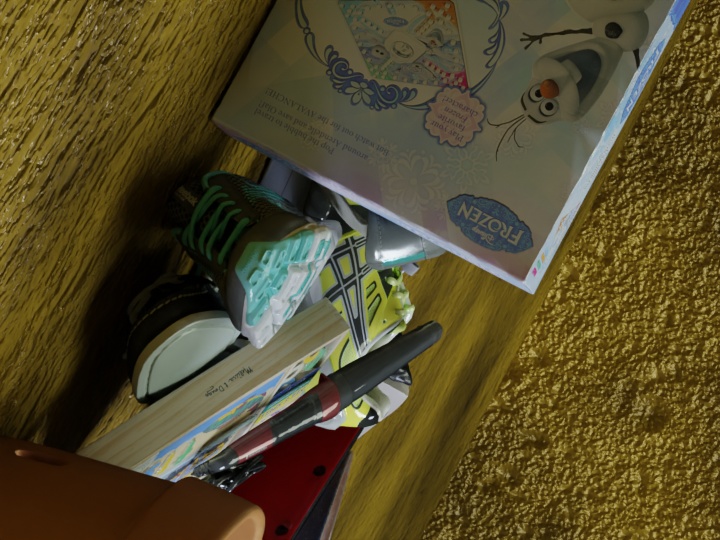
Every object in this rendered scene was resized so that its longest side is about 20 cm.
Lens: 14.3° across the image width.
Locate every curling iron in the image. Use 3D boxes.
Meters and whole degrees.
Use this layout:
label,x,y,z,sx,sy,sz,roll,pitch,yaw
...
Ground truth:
label,x,y,z,sx,sy,sz,roll,pitch,yaw
curling iron,-0.025,0.077,1.677,0.200,0.026,0.050,-35,177,-33

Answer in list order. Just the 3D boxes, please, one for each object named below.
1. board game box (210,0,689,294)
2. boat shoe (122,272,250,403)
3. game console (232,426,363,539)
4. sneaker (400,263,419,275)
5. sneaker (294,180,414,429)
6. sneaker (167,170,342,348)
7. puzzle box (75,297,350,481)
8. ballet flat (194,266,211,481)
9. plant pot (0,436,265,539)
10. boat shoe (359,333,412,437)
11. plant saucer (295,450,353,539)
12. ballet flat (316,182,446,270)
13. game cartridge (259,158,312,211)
label,x,y,z,sx,sy,sz,roll,pitch,yaw
board game box,0.052,-0.121,1.563,0.200,0.199,0.043,-61,166,-5
boat shoe,-0.104,0.034,1.608,0.075,0.060,0.200,-34,170,-3
game console,-0.089,0.164,1.873,0.200,0.118,0.173,-56,169,-31
sneaker,0.010,-0.026,1.981,0.201,0.082,0.075,-59,170,-22
sneaker,0.000,0.000,1.750,0.075,0.076,0.201,-27,129,-73
sneaker,-0.067,-0.013,1.551,0.078,0.091,0.200,-58,180,2
puzzle box,-0.103,0.098,1.629,0.200,0.025,0.133,-32,167,-37
ballet flat,-0.090,0.071,1.766,0.069,0.069,0.201,-48,163,-57
plant pot,-0.157,0.177,1.463,0.201,0.140,0.200,-60,170,-17
boat shoe,-0.039,0.086,2.034,0.200,0.074,0.093,-36,-138,33
plant saucer,-0.051,0.216,1.981,0.200,0.036,0.201,17,90,-88
ballet flat,-0.004,-0.083,1.639,0.063,0.201,0.068,-20,142,-2
game cartridge,-0.010,-0.090,1.837,0.134,0.041,0.200,-61,172,18
